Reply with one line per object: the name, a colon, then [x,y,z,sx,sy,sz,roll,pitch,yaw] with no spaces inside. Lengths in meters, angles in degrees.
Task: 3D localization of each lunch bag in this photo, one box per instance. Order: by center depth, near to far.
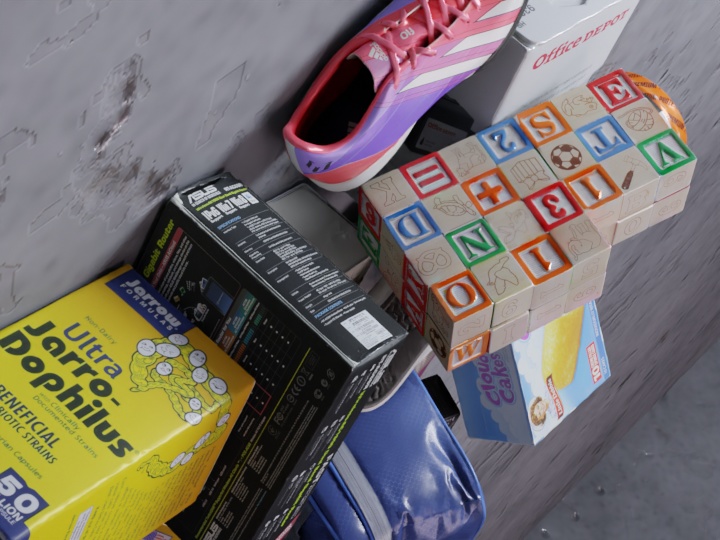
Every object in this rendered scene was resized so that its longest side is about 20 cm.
lunch bag: [-0.012,0.170,1.294,0.132,0.136,0.200,-22,155,-22]

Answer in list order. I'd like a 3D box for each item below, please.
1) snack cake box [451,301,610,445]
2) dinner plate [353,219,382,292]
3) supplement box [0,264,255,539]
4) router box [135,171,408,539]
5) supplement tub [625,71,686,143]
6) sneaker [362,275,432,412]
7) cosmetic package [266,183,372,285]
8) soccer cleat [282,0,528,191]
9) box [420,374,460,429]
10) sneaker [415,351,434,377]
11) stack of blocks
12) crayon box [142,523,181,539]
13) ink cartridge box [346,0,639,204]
snack cake box: [0.117,0.018,1.417,0.115,0.067,0.201,-37,121,-43]
dinner plate: [0.000,0.000,1.419,0.200,0.024,0.200,-45,165,-15]
supplement box: [-0.171,0.100,1.014,0.200,0.109,0.110,-32,158,-48]
router box: [-0.079,0.066,1.109,0.062,0.150,0.201,-29,155,-51]
supplement tub: [0.177,-0.074,1.552,0.200,0.122,0.123,-41,163,-28]
sneaker: [0.039,0.016,1.233,0.200,0.073,0.085,-40,-173,-17]
cosmetic package: [-0.077,0.050,1.230,0.103,0.073,0.201,-33,159,-48]
soccer cleat: [0.030,-0.133,1.109,0.200,0.068,0.073,-48,161,3]
box: [-0.035,0.174,1.483,0.192,0.048,0.200,-16,152,-27]
sneaker: [0.017,0.074,1.555,0.201,0.081,0.088,-57,164,-3]
stack of blocks: [0.111,-0.035,1.168,0.199,0.115,0.059,-25,151,-17]
crayon box: [-0.172,0.224,1.219,0.200,0.052,0.125,-43,137,15]
ink cartridge box: [0.089,-0.124,1.252,0.145,0.084,0.201,-32,158,-42]
